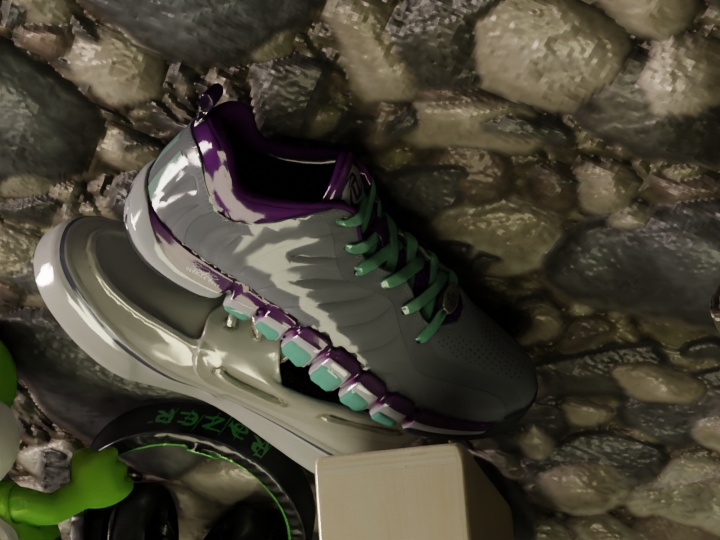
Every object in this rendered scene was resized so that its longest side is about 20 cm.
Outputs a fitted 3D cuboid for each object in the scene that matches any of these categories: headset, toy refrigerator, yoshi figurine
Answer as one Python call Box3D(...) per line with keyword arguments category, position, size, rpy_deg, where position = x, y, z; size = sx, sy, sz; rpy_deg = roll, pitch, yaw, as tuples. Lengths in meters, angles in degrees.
Box3D(category="headset", position=(-0.094, 0.159, 1.147), size=(0.123, 0.094, 0.201), rpy_deg=(16, 130, 3))
Box3D(category="toy refrigerator", position=(0.027, 0.134, 1.010), size=(0.069, 0.077, 0.200), rpy_deg=(-6, 166, 8))
Box3D(category="yoshi figurine", position=(-0.180, 0.105, 1.094), size=(0.112, 0.112, 0.201), rpy_deg=(19, 134, 53))

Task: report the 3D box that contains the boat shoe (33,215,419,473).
Box3D(category="boat shoe", position=(-0.050, 0.029, 0.994), size=(0.200, 0.072, 0.066), rpy_deg=(36, 134, -23))

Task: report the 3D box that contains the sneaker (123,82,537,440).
Box3D(category="sneaker", position=(0.000, 0.000, 0.939), size=(0.199, 0.075, 0.088), rpy_deg=(28, 136, -12))

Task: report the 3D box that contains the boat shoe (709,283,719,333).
Box3D(category="boat shoe", position=(0.205, -0.027, 0.831), size=(0.061, 0.072, 0.201), rpy_deg=(41, 129, -22))
